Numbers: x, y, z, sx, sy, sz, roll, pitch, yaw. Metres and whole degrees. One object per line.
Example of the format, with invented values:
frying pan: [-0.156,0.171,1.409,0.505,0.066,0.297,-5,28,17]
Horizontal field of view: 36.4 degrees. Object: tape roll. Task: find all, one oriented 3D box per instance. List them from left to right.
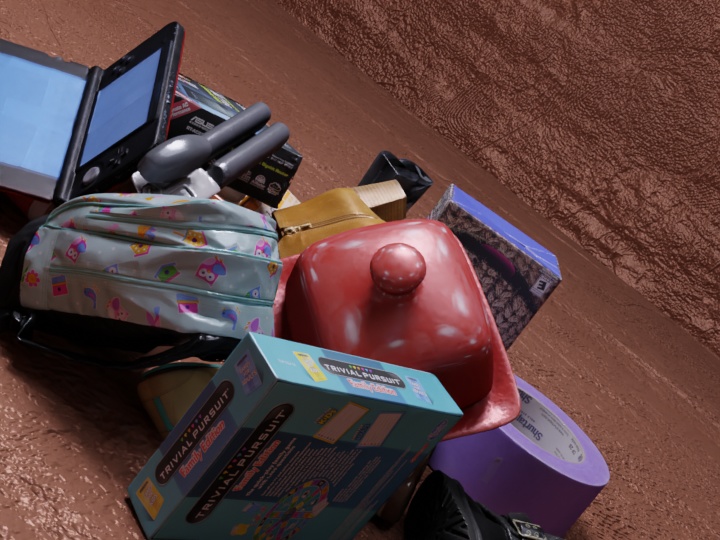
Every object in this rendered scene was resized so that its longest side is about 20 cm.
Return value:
tape roll: [0.158,0.186,1.155,0.199,0.085,0.200,33,15,-10]

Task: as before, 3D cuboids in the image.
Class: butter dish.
butter dish: [0.024,0.032,0.890,0.198,0.148,0.201,-11,60,-12]

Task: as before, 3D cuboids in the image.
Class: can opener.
can opener: [-0.123,-0.100,0.956,0.053,0.066,0.200,48,36,0]

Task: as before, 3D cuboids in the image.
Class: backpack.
backpack: [-0.156,0.007,0.828,0.199,0.127,0.167,4,2,32]

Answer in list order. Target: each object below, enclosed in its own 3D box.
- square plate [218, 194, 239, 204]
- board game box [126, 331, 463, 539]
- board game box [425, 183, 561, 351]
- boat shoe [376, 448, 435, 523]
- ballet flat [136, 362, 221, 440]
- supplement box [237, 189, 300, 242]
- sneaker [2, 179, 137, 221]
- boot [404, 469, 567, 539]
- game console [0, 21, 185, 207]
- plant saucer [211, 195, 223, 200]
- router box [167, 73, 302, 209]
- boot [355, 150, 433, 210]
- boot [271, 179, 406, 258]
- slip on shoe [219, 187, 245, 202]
square plate: [-0.230,-0.150,1.415,0.198,0.029,0.200,29,17,-26]
board game box: [-0.041,0.127,0.780,0.199,0.151,0.047,18,27,-47]
board game box: [0.114,0.030,1.297,0.159,0.200,0.097,34,17,-3]
boat shoe: [0.029,0.158,1.009,0.076,0.072,0.200,24,14,9]
ballet flat: [-0.111,0.105,0.904,0.200,0.068,0.063,-3,69,-62]
supplement box: [-0.060,0.002,1.174,0.200,0.073,0.126,46,17,-9]
sneaker: [-0.281,-0.113,1.075,0.112,0.071,0.200,38,32,9]
boot: [0.121,0.253,0.896,0.157,0.080,0.211,33,15,-9]
game console: [-0.264,-0.161,0.992,0.119,0.172,0.201,42,32,-35]
plant saucer: [-0.198,-0.060,1.218,0.200,0.032,0.200,34,16,-11]
router box: [-0.162,-0.147,1.122,0.149,0.062,0.200,24,11,-30]
boot: [0.012,-0.044,1.298,0.066,0.200,0.165,40,16,17]
boot: [0.000,-0.001,1.046,0.071,0.143,0.202,83,-16,-49]
slip on shoe: [-0.212,-0.160,1.319,0.199,0.061,0.076,34,17,-6]
